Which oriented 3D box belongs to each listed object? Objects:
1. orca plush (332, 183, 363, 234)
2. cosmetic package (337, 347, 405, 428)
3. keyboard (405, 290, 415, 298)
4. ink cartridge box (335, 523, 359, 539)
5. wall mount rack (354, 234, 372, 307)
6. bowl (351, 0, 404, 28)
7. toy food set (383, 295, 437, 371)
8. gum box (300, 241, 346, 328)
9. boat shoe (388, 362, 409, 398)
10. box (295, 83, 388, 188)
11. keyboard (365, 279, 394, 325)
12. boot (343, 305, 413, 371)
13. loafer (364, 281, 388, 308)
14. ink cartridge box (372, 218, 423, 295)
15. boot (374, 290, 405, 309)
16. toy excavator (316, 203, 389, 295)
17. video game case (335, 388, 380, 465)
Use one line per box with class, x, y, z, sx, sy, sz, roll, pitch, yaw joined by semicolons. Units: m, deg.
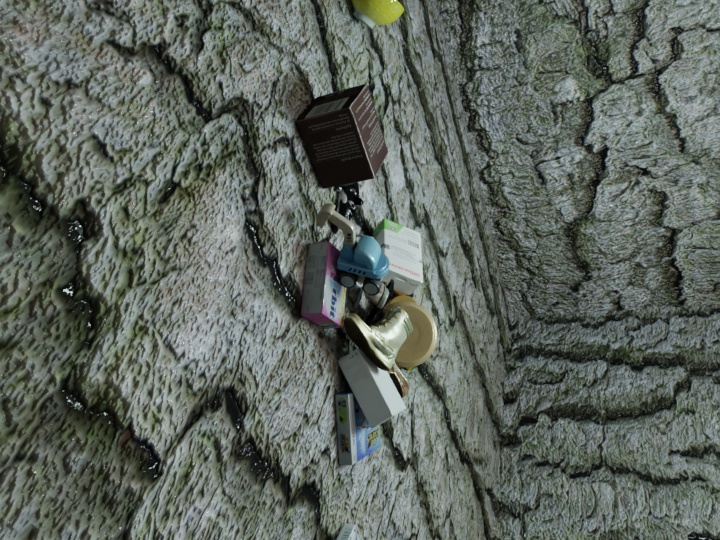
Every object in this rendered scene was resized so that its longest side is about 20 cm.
orca plush;-0.029;-0.198;1.549;0.201;0.070;0.107;-64;141;-49
cosmetic package;0.033;0.314;1.473;0.112;0.080;0.203;10;51;-64
keyboard;0.161;0.067;1.698;0.010;0.056;0.204;18;77;-21
ink cartridge box;-0.041;0.790;1.349;0.198;0.043;0.204;-47;128;-59
wall mount rack;0.000;0.000;1.579;0.176;0.073;0.201;66;31;-29
bowl;0.034;-0.864;1.763;0.108;0.200;0.199;-54;161;16
toy food set;0.132;0.192;1.618;0.198;0.199;0.049;-48;170;-7
gum box;-0.088;0.033;1.376;0.113;0.065;0.204;40;49;-56
boat shoe;0.068;0.287;1.557;0.200;0.076;0.072;45;20;-2
box;-0.043;-0.357;1.440;0.165;0.163;0.203;-66;142;-48
keyboard;0.051;0.125;1.569;0.201;0.020;0.128;118;-7;-46
boot;0.052;0.148;1.439;0.201;0.071;0.155;51;61;-25
loafer;0.039;0.058;1.535;0.073;0.062;0.200;-64;-175;3
ink cartridge box;0.114;-0.043;1.687;0.143;0.084;0.203;20;48;-21
boot;0.092;0.071;1.771;0.153;0.077;0.203;11;49;-36
toy excavator;-0.016;-0.061;1.340;0.101;0.191;0.203;-65;166;-47
video game case;-0.004;0.424;1.506;0.199;0.045;0.186;5;81;-65
